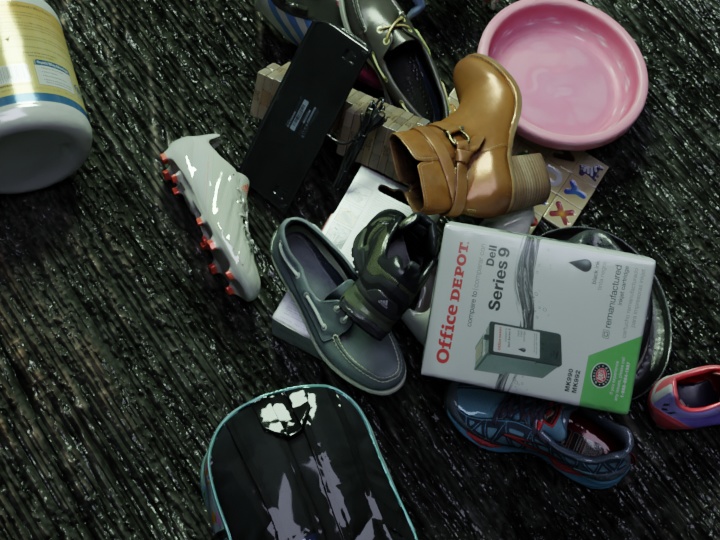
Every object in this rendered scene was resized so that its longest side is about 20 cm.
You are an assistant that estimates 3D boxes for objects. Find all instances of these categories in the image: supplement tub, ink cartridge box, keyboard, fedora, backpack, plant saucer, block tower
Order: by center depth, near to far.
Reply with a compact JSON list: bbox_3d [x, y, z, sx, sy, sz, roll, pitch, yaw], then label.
[{"bbox_3d":[-0.056,0.213,1.018,0.173,0.153,0.203,-18,79,-15],"label":"backpack"},{"bbox_3d":[0.163,0.043,1.057,0.197,0.084,0.149,10,95,6],"label":"ink cartridge box"},{"bbox_3d":[0.244,0.033,1.152,0.197,0.092,0.204,2,67,-5],"label":"fedora"},{"bbox_3d":[-0.370,-0.199,1.167,0.143,0.145,0.203,-16,70,-11],"label":"supplement tub"},{"bbox_3d":[0.000,0.000,1.169,0.108,0.051,0.202,26,66,7],"label":"ink cartridge box"},{"bbox_3d":[-0.042,-0.149,1.175,0.127,0.021,0.202,37,113,17],"label":"keyboard"},{"bbox_3d":[-0.019,-0.163,1.208,0.198,0.058,0.054,26,36,14],"label":"block tower"},{"bbox_3d":[0.225,-0.218,1.275,0.197,0.051,0.204,3,64,-6],"label":"plant saucer"}]

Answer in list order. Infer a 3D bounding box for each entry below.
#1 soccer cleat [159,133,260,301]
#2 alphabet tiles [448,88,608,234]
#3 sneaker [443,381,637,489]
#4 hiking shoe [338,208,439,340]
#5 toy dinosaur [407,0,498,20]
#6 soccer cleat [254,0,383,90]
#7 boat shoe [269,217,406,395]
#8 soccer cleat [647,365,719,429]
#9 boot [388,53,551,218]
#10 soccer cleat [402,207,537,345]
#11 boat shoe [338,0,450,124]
[{"bbox_3d":[-0.142,-0.062,1.175,0.077,0.070,0.202,-23,68,-17],"label":"soccer cleat"},{"bbox_3d":[0.173,-0.133,1.263,0.199,0.006,0.167,33,69,9],"label":"alphabet tiles"},{"bbox_3d":[0.180,0.143,1.100,0.197,0.096,0.080,20,66,3],"label":"sneaker"},{"bbox_3d":[0.042,-0.015,1.061,0.076,0.101,0.201,40,26,-14],"label":"hiking shoe"},{"bbox_3d":[0.072,-0.357,1.278,0.179,0.201,0.106,10,44,-35],"label":"toy dinosaur"},{"bbox_3d":[-0.033,-0.271,1.275,0.199,0.086,0.070,35,72,-16],"label":"soccer cleat"},{"bbox_3d":[-0.023,0.032,1.091,0.072,0.062,0.201,-31,74,-18],"label":"boat shoe"},{"bbox_3d":[0.389,0.122,1.138,0.196,0.077,0.068,-7,68,-7],"label":"soccer cleat"},{"bbox_3d":[0.094,-0.139,1.154,0.153,0.077,0.203,-8,66,-24],"label":"boot"},{"bbox_3d":[0.115,-0.009,1.160,0.077,0.069,0.201,37,70,-12],"label":"soccer cleat"},{"bbox_3d":[0.041,-0.240,1.222,0.071,0.060,0.203,-28,95,-23],"label":"boat shoe"}]
